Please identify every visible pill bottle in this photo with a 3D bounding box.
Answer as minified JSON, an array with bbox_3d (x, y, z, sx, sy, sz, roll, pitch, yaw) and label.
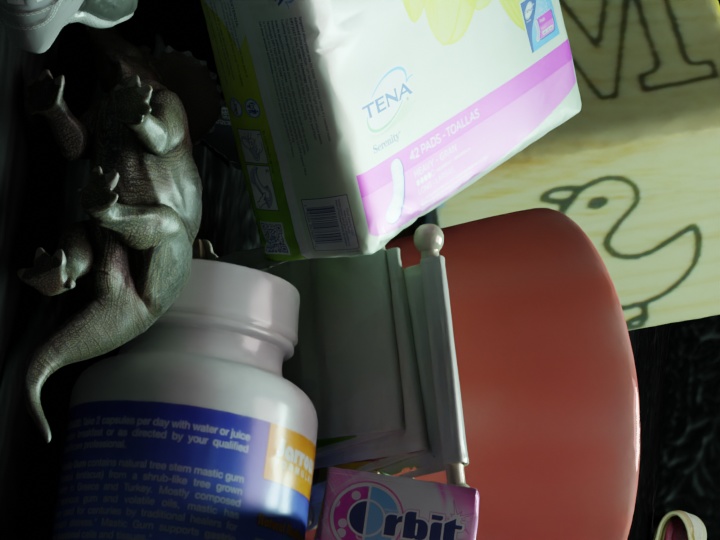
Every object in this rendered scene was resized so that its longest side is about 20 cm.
[{"bbox_3d":[-0.077,0.101,1.257,0.112,0.111,0.201,53,42,-70],"label":"pill bottle"}]

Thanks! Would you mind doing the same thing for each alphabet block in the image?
[{"bbox_3d":[0.130,-0.087,1.808,0.196,0.199,0.197,79,0,-52],"label":"alphabet block"}]

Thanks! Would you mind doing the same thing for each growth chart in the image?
[{"bbox_3d":[-0.027,0.049,1.309,0.018,0.199,0.146,3,86,-47],"label":"growth chart"}]

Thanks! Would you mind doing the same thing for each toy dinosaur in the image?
[{"bbox_3d":[-0.096,-0.025,1.210,0.102,0.077,0.201,30,55,-58],"label":"toy dinosaur"}]

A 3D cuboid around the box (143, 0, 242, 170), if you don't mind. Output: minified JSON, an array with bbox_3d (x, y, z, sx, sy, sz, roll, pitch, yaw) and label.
[{"bbox_3d":[-0.027,-0.161,1.428,0.182,0.103,0.201,36,59,-76],"label":"box"}]

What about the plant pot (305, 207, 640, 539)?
[{"bbox_3d":[0.019,0.073,1.425,0.200,0.176,0.202,177,-90,-69],"label":"plant pot"}]

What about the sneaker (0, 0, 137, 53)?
[{"bbox_3d":[-0.108,-0.169,1.171,0.116,0.075,0.201,85,25,-51],"label":"sneaker"}]

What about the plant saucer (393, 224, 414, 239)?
[{"bbox_3d":[0.000,0.000,1.757,0.200,0.029,0.201,3,90,-77],"label":"plant saucer"}]

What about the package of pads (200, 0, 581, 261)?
[{"bbox_3d":[0.016,-0.111,1.291,0.200,0.068,0.155,-36,118,-48],"label":"package of pads"}]

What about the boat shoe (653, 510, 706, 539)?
[{"bbox_3d":[0.356,0.374,3.347,0.069,0.073,0.201,37,55,-60],"label":"boat shoe"}]

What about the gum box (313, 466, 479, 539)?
[{"bbox_3d":[0.004,0.170,1.241,0.200,0.066,0.114,101,-3,-69],"label":"gum box"}]
